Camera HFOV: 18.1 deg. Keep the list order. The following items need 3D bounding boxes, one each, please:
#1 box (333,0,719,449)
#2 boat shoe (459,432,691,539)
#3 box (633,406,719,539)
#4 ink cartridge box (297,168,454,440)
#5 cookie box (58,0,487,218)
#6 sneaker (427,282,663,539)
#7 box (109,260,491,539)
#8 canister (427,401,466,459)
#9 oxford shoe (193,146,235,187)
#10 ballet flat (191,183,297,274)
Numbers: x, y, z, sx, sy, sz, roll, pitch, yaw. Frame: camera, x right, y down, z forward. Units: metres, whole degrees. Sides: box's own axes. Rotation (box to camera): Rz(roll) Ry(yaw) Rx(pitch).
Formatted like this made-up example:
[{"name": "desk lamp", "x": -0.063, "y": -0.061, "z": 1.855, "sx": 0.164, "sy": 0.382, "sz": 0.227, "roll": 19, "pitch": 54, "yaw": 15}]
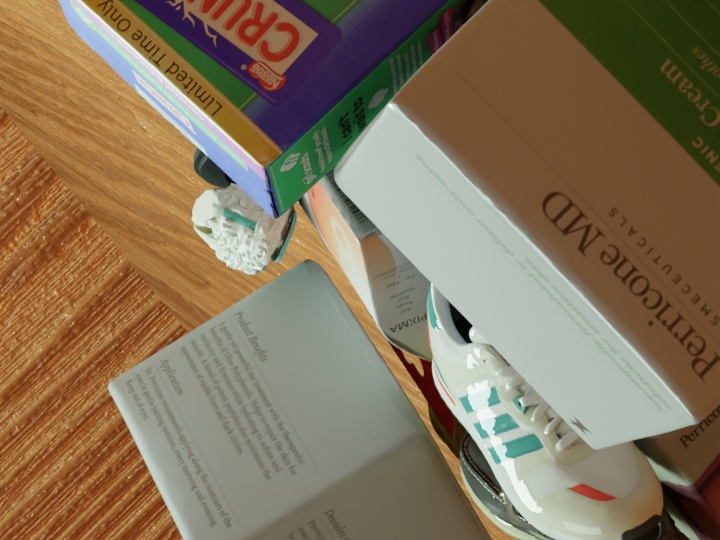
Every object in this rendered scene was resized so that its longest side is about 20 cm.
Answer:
[{"name": "box", "x": 0.120, "y": -0.047, "z": 1.058, "sx": 0.199, "sy": 0.171, "sz": 0.200, "roll": 46, "pitch": 170, "yaw": 0}, {"name": "boat shoe", "x": 0.124, "y": 0.128, "z": 1.304, "sx": 0.201, "sy": 0.072, "sz": 0.066, "roll": 35, "pitch": 155, "yaw": 48}, {"name": "box", "x": 0.236, "y": 0.108, "z": 1.313, "sx": 0.200, "sy": 0.128, "sz": 0.109, "roll": 50, "pitch": 168, "yaw": -25}, {"name": "ink cartridge box", "x": 0.000, "y": 0.000, "z": 1.469, "sx": 0.162, "sy": 0.050, "sz": 0.201, "roll": -124, "pitch": 20, "yaw": -46}, {"name": "cookie box", "x": -0.032, "y": -0.156, "z": 1.170, "sx": 0.171, "sy": 0.200, "sz": 0.075, "roll": 42, "pitch": 169, "yaw": 19}, {"name": "sneaker", "x": 0.093, "y": 0.069, "z": 1.245, "sx": 0.200, "sy": 0.070, "sz": 0.094, "roll": 50, "pitch": 164, "yaw": 44}, {"name": "box", "x": -0.032, "y": 0.148, "z": 1.529, "sx": 0.199, "sy": 0.171, "sz": 0.200, "roll": 56, "pitch": 177, "yaw": 47}, {"name": "canister", "x": 0.121, "y": 0.053, "z": 1.511, "sx": 0.087, "sy": 0.148, "sz": 0.200, "roll": 49, "pitch": 168, "yaw": 10}, {"name": "oxford shoe", "x": -0.084, "y": -0.118, "z": 1.552, "sx": 0.200, "sy": 0.072, "sz": 0.085, "roll": 88, "pitch": 177, "yaw": -66}, {"name": "ballet flat", "x": -0.082, "y": -0.037, "z": 1.538, "sx": 0.072, "sy": 0.072, "sz": 0.200, "roll": 47, "pitch": 174, "yaw": -3}]
